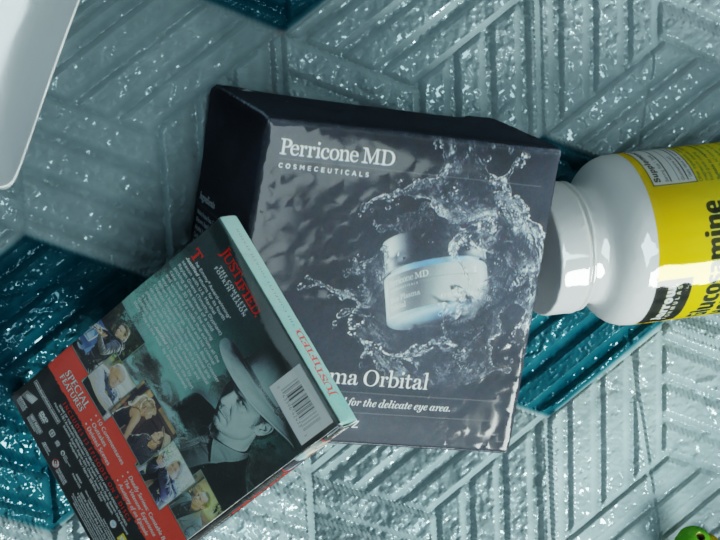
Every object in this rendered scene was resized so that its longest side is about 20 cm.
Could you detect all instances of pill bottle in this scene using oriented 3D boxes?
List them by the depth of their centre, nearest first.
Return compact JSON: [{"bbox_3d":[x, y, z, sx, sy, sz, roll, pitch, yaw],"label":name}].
[{"bbox_3d":[0.204,-0.024,1.502,0.199,0.112,0.113,-7,107,-18],"label":"pill bottle"}]

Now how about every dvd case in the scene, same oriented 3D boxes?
[{"bbox_3d":[-0.109,0.082,1.367,0.200,0.022,0.146,-40,74,29],"label":"dvd case"}]

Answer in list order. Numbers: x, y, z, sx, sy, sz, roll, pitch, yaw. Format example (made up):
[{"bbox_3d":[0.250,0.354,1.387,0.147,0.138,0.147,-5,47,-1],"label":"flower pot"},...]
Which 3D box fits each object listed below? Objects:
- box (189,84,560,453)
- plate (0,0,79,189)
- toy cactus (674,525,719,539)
[{"bbox_3d":[0.000,0.000,1.432,0.196,0.117,0.201,5,102,-21],"label":"box"},{"bbox_3d":[-0.263,-0.170,1.332,0.199,0.032,0.200,18,98,-24],"label":"plate"},{"bbox_3d":[0.288,0.259,1.632,0.200,0.102,0.165,27,104,-33],"label":"toy cactus"}]
